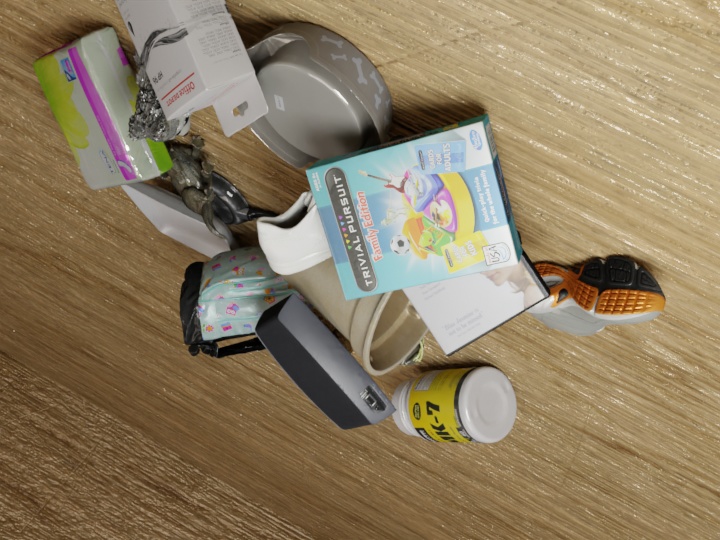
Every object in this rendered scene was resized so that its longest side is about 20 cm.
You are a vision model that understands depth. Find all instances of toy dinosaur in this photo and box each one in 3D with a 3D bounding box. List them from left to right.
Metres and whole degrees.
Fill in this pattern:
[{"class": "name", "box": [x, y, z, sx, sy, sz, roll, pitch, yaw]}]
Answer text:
[{"class": "toy dinosaur", "box": [-0.246, -0.131, 1.249, 0.200, 0.077, 0.102, 46, 157, -4]}]

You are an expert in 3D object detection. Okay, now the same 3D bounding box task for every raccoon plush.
[{"class": "raccoon plush", "box": [-0.262, -0.247, 1.016, 0.200, 0.135, 0.096, 45, 151, -23]}]

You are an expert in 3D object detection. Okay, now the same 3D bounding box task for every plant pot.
[{"class": "plant pot", "box": [0.000, 0.000, 1.112, 0.182, 0.201, 0.202, 32, 155, 23]}]

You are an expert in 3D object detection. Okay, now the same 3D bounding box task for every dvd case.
[{"class": "dvd case", "box": [0.099, -0.021, 0.951, 0.142, 0.018, 0.201, -33, 94, 24]}]

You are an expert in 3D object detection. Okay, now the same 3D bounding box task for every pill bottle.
[{"class": "pill bottle", "box": [0.143, 0.216, 1.369, 0.114, 0.115, 0.199, 43, 151, -20]}]

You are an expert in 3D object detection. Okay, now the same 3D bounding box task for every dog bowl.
[{"class": "dog bowl", "box": [-0.051, -0.191, 0.971, 0.198, 0.059, 0.201, 25, 151, 15]}]

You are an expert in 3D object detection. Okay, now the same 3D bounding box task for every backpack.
[{"class": "backpack", "box": [-0.167, 0.036, 1.285, 0.196, 0.168, 0.128, -7, 124, -1]}]

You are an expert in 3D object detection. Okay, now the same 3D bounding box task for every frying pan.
[{"class": "frying pan", "box": [-0.189, -0.089, 1.319, 0.189, 0.031, 0.115, 34, 154, 2]}]

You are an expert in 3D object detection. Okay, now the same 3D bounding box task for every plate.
[{"class": "plate", "box": [-0.273, -0.074, 1.385, 0.197, 0.033, 0.200, 26, 165, 16]}]

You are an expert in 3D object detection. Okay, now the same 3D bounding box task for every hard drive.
[{"class": "hard drive", "box": [-0.052, 0.127, 1.120, 0.200, 0.042, 0.135, 49, 152, -7]}]

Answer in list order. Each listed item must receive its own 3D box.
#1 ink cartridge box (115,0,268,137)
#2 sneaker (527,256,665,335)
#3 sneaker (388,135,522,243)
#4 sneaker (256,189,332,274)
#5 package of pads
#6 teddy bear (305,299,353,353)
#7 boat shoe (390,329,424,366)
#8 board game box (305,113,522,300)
[{"class": "ink cartridge box", "box": [-0.187, -0.243, 0.931, 0.115, 0.067, 0.203, -14, 102, 55]}, {"class": "sneaker", "box": [0.277, 0.038, 1.002, 0.092, 0.076, 0.199, 40, 161, -30]}, {"class": "sneaker", "box": [0.112, -0.084, 0.974, 0.090, 0.066, 0.201, -37, 91, 21]}, {"class": "sneaker", "box": [-0.028, -0.069, 1.009, 0.076, 0.198, 0.089, 61, 175, 46]}, {"class": "package of pads", "box": [-0.357, -0.215, 1.178, 0.153, 0.068, 0.203, -2, 116, 45]}, {"class": "teddy bear", "box": [-0.029, 0.070, 1.244, 0.145, 0.199, 0.067, 49, 123, 10]}, {"class": "boat shoe", "box": [0.065, 0.104, 1.259, 0.059, 0.073, 0.202, 12, -179, 3]}, {"class": "board game box", "box": [0.057, -0.063, 0.912, 0.197, 0.047, 0.153, -13, 105, 20]}]
